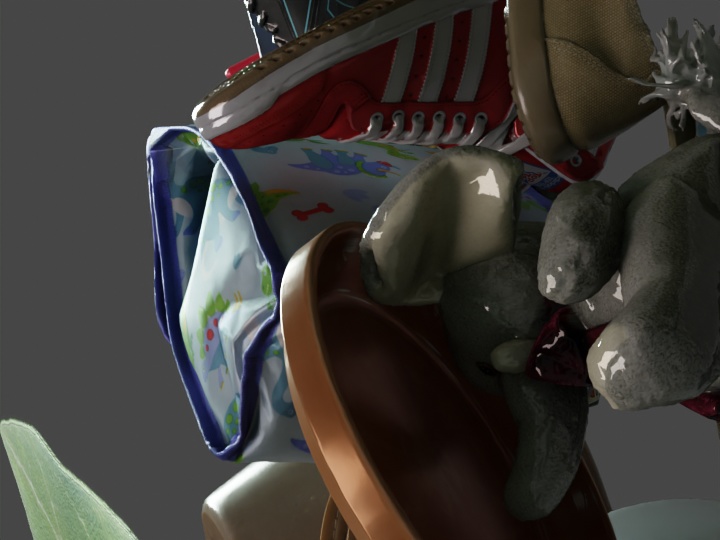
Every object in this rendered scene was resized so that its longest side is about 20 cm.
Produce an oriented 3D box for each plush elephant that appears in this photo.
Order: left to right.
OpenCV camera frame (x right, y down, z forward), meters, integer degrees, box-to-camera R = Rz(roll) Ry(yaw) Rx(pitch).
[{"bbox_3d":[0.090,0.020,0.963,0.155,0.164,0.201,-35,49,33],"label":"plush elephant"}]

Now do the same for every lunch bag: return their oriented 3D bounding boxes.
[{"bbox_3d":[0.000,0.000,1.173,0.200,0.169,0.128,-115,38,-51],"label":"lunch bag"}]

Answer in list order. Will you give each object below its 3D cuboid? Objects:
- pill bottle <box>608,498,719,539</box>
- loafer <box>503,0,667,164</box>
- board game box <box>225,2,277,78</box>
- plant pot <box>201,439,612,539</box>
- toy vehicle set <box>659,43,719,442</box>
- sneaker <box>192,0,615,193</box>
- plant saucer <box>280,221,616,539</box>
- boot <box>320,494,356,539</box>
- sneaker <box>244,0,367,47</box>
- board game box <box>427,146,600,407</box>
[{"bbox_3d":[0.147,0.209,1.133,0.113,0.112,0.201,-155,50,-65],"label":"pill bottle"},{"bbox_3d":[0.092,-0.140,1.051,0.076,0.067,0.201,52,-147,-71],"label":"loafer"},{"bbox_3d":[-0.041,-0.064,1.398,0.200,0.039,0.158,-107,-10,-53],"label":"board game box"},{"bbox_3d":[0.018,0.137,1.303,0.200,0.174,0.201,159,90,-79],"label":"plant pot"},{"bbox_3d":[0.174,0.015,1.024,0.124,0.026,0.201,-155,51,-65],"label":"toy vehicle set"},{"bbox_3d":[0.031,-0.065,1.101,0.071,0.199,0.113,-3,111,66],"label":"sneaker"},{"bbox_3d":[0.034,0.074,0.988,0.200,0.032,0.201,46,-157,-25],"label":"plant saucer"},{"bbox_3d":[0.044,0.136,1.116,0.155,0.076,0.201,-67,-43,-65],"label":"boot"},{"bbox_3d":[-0.024,-0.137,1.332,0.075,0.079,0.201,-132,36,-76],"label":"sneaker"},{"bbox_3d":[0.070,-0.035,1.281,0.105,0.023,0.200,91,154,-46],"label":"board game box"}]
